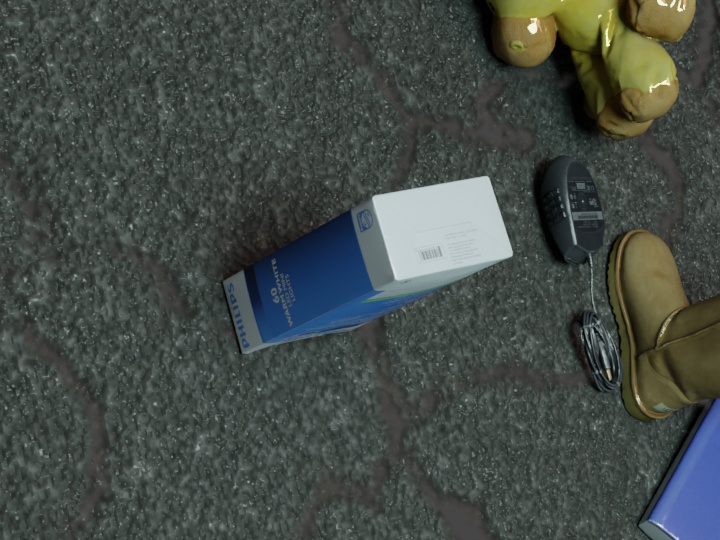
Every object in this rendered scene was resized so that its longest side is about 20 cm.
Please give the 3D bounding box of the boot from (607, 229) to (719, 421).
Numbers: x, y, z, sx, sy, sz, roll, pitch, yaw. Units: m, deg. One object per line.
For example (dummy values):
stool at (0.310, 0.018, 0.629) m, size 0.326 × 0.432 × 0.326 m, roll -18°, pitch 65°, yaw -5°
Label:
boot at (0.294, 0.026, 1.283) m, size 0.066 × 0.200 × 0.177 m, roll 6°, pitch 71°, yaw -33°

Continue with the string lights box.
string lights box at (0.000, 0.000, 1.090) m, size 0.102 × 0.200 × 0.059 m, roll -11°, pitch 81°, yaw -37°

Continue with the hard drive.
hard drive at (0.333, 0.177, 1.342) m, size 0.132 × 0.025 × 0.200 m, roll 39°, pitch 60°, yaw -2°

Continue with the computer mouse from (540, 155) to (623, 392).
computer mouse at (0.184, 0.003, 1.327) m, size 0.058 × 0.034 × 0.202 m, roll 1°, pitch 78°, yaw -52°

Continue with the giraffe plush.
giraffe plush at (0.178, -0.221, 1.333) m, size 0.161 × 0.173 × 0.202 m, roll 8°, pitch 79°, yaw -9°
